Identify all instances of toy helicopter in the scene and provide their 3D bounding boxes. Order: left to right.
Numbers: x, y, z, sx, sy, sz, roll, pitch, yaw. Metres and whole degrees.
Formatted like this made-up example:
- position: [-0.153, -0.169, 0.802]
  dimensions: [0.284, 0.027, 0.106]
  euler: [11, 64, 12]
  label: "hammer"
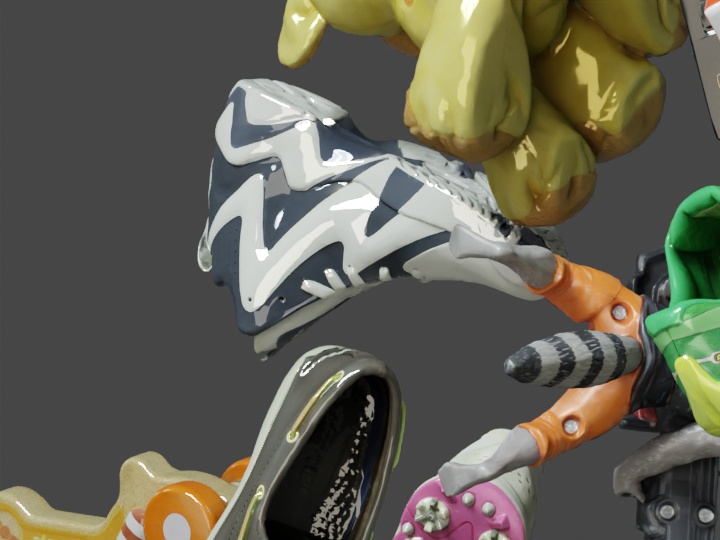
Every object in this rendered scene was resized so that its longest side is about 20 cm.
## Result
- position: [-0.124, 0.160, 1.166]
  dimensions: [0.199, 0.079, 0.133]
  euler: [7, 102, 33]
  label: "toy helicopter"

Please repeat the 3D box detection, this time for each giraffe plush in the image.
- position: [0.040, -0.135, 1.044]
  dimensions: [0.162, 0.200, 0.173]
  euler: [17, 57, 46]
  label: "giraffe plush"

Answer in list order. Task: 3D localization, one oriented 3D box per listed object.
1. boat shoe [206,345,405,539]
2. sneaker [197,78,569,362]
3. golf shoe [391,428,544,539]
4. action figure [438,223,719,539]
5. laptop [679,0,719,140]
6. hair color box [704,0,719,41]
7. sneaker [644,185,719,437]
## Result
- position: [-0.034, 0.133, 1.060]
  dimensions: [0.071, 0.061, 0.202]
  euler: [20, 85, -18]
  label: "boat shoe"
- position: [0.000, 0.000, 1.098]
  dimensions: [0.198, 0.079, 0.130]
  euler: [26, 106, 16]
  label: "sneaker"
- position: [0.038, 0.160, 1.091]
  dimensions: [0.075, 0.092, 0.200]
  euler: [33, 126, 4]
  label: "golf shoe"
- position: [0.134, 0.069, 0.995]
  dimensions: [0.192, 0.105, 0.202]
  euler: [1, 80, -20]
  label: "action figure"
- position: [0.194, -0.173, 0.906]
  dimensions: [0.176, 0.103, 0.201]
  euler: [-15, 88, 23]
  label: "laptop"
- position: [0.252, -0.112, 0.881]
  dimensions: [0.199, 0.064, 0.111]
  euler: [-24, 111, 27]
  label: "hair color box"
- position: [0.184, -0.016, 0.961]
  dimensions: [0.084, 0.200, 0.074]
  euler: [48, 135, -13]
  label: "sneaker"
